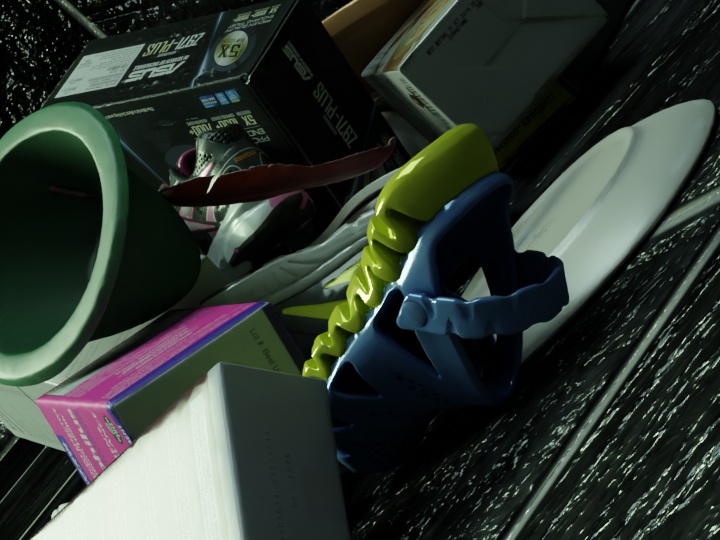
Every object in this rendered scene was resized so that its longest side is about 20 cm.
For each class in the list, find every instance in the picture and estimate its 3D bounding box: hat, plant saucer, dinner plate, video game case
[{"bbox_3d":[-0.115,-0.003,1.354,0.200,0.176,0.166,-9,73,48],"label":"hat"},{"bbox_3d":[0.037,-0.168,1.642,0.200,0.038,0.200,-25,-9,-5],"label":"plant saucer"},{"bbox_3d":[0.095,-0.013,1.114,0.200,0.024,0.200,-48,6,7],"label":"dinner plate"},{"bbox_3d":[0.107,-0.118,1.565,0.181,0.025,0.200,-44,9,36],"label":"video game case"}]

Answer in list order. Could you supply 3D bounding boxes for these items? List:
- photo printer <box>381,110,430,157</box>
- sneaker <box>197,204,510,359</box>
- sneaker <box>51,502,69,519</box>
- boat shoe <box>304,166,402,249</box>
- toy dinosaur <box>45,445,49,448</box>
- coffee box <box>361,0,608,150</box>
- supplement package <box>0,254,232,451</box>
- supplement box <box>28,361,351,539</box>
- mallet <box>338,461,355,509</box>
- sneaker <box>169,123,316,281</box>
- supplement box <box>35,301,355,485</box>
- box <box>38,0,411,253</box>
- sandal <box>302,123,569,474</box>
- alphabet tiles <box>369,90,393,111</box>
[{"bbox_3d":[-0.022,-0.032,1.691,0.200,0.069,0.166,-50,3,-8],"label":"photo printer"},{"bbox_3d":[0.003,0.015,1.343,0.200,0.085,0.074,-27,-2,6],"label":"sneaker"},{"bbox_3d":[-0.155,0.186,1.438,0.200,0.077,0.091,-42,25,63],"label":"sneaker"},{"bbox_3d":[0.000,0.000,1.456,0.200,0.072,0.060,-35,54,22],"label":"boat shoe"},{"bbox_3d":[-0.114,0.127,1.555,0.182,0.200,0.105,107,155,-51],"label":"toy dinosaur"},{"bbox_3d":[0.074,-0.140,1.457,0.114,0.080,0.200,-48,7,-1],"label":"coffee box"},{"bbox_3d":[-0.160,0.050,1.444,0.200,0.114,0.110,12,62,44],"label":"supplement package"},{"bbox_3d":[-0.084,0.137,1.052,0.200,0.061,0.109,-41,48,43],"label":"supplement box"},{"bbox_3d":[-0.007,0.035,1.143,0.041,0.066,0.200,72,-141,-62],"label":"mallet"},{"bbox_3d":[-0.089,-0.037,1.483,0.080,0.086,0.200,-26,-10,-30],"label":"sneaker"},{"bbox_3d":[-0.091,0.085,1.237,0.103,0.101,0.200,-33,8,-16],"label":"supplement box"},{"bbox_3d":[-0.090,-0.083,1.548,0.200,0.164,0.086,-6,41,38],"label":"box"},{"bbox_3d":[0.034,0.032,1.022,0.079,0.087,0.200,-32,-24,-35],"label":"sandal"},{"bbox_3d":[0.064,-0.148,1.672,0.167,0.008,0.200,-26,-4,-5],"label":"alphabet tiles"}]
